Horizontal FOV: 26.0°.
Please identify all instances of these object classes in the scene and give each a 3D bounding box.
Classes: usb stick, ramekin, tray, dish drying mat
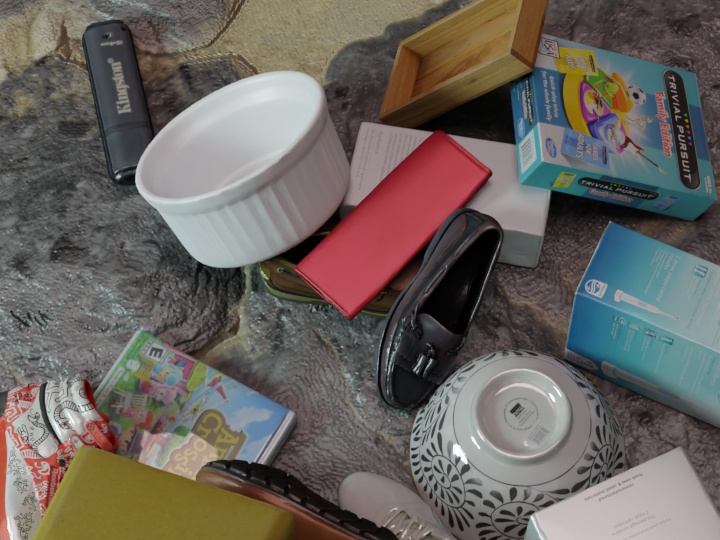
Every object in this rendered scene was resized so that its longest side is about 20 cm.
[{"bbox_3d":[-0.250,-0.176,1.622,0.055,0.033,0.201,-14,62,-4],"label":"usb stick"},{"bbox_3d":[-0.106,-0.094,1.493,0.199,0.098,0.201,-20,34,14],"label":"ramekin"},{"bbox_3d":[0.103,-0.213,1.546,0.037,0.199,0.099,30,60,-27],"label":"tray"},{"bbox_3d":[0.032,-0.045,1.469,0.077,0.018,0.200,41,76,15],"label":"dish drying mat"}]

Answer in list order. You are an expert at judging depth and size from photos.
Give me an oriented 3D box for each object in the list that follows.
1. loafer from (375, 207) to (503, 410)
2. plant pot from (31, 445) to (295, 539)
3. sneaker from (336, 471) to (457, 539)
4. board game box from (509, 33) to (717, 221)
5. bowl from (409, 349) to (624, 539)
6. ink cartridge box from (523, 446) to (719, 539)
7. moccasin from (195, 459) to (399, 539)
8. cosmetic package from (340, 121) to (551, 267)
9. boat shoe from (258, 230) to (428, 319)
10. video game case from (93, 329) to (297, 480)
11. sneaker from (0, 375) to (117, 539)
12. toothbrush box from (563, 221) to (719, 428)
[{"bbox_3d":[0.074,0.037,1.435,0.071,0.063,0.201,25,87,-23],"label":"loafer"},{"bbox_3d":[-0.181,0.296,1.234,0.193,0.197,0.200,16,35,11],"label":"plant pot"},{"bbox_3d":[0.056,0.241,1.359,0.070,0.080,0.200,-41,66,-16],"label":"sneaker"},{"bbox_3d":[0.246,-0.141,1.524,0.198,0.047,0.152,10,59,-22],"label":"board game box"},{"bbox_3d":[0.142,0.146,1.397,0.199,0.094,0.202,-2,62,3],"label":"bowl"},{"bbox_3d":[0.241,0.283,1.285,0.145,0.147,0.201,-22,66,-10],"label":"ink cartridge box"},{"bbox_3d":[-0.061,0.225,1.355,0.200,0.074,0.078,25,99,18],"label":"moccasin"},{"bbox_3d":[0.087,-0.074,1.530,0.198,0.074,0.102,11,63,6],"label":"cosmetic package"},{"bbox_3d":[0.000,0.000,1.495,0.198,0.068,0.073,0,62,2],"label":"boat shoe"},{"bbox_3d":[-0.184,0.175,1.437,0.181,0.022,0.201,26,66,15],"label":"video game case"},{"bbox_3d":[-0.268,0.187,1.386,0.107,0.067,0.203,-15,60,-2],"label":"sneaker"},{"bbox_3d":[0.294,0.059,1.406,0.199,0.147,0.086,24,66,15],"label":"toothbrush box"}]
